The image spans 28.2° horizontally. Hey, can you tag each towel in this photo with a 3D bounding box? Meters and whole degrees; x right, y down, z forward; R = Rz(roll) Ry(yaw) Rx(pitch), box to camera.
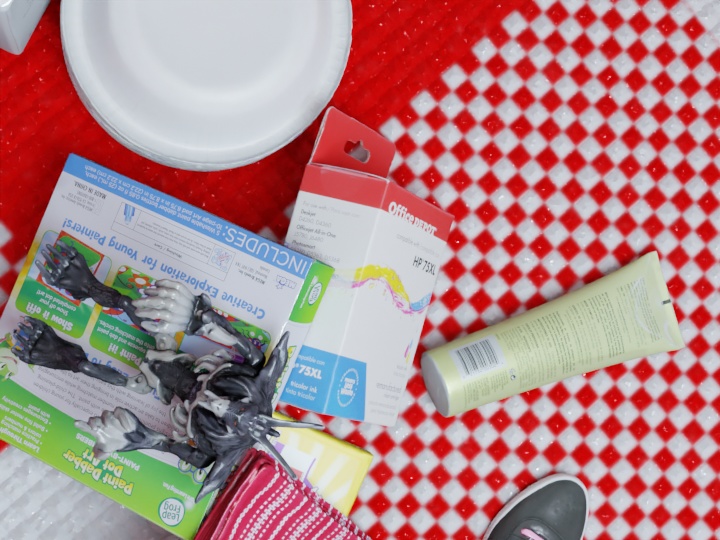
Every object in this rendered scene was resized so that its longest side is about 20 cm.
[{"bbox_3d":[-0.061,0.215,0.960,0.145,0.022,0.200,-57,143,-12],"label":"towel"}]

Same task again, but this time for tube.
[{"bbox_3d":[0.144,0.053,1.063,0.200,0.052,0.058,-19,135,-14],"label":"tube"}]

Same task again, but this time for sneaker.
[{"bbox_3d":[0.110,0.235,1.026,0.071,0.099,0.200,40,82,-6],"label":"sneaker"}]

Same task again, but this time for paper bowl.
[{"bbox_3d":[-0.104,-0.171,0.985,0.200,0.104,0.201,0,90,-12],"label":"paper bowl"}]

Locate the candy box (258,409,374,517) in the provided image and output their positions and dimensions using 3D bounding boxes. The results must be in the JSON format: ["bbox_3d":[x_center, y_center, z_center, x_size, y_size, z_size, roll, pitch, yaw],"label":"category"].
[{"bbox_3d":[-0.076,0.203,1.028,0.102,0.026,0.200,25,85,-13],"label":"candy box"}]

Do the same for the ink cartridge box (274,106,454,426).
[{"bbox_3d":[0.000,0.000,0.991,0.067,0.116,0.200,14,87,27],"label":"ink cartridge box"}]

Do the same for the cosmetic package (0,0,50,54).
[{"bbox_3d":[-0.273,-0.267,0.921,0.200,0.166,0.167,28,85,-8],"label":"cosmetic package"}]

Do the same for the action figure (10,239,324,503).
[{"bbox_3d":[-0.124,0.063,0.867,0.200,0.102,0.119,25,90,24],"label":"action figure"}]

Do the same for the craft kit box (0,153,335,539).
[{"bbox_3d":[-0.144,0.049,0.951,0.200,0.049,0.198,24,89,21],"label":"craft kit box"}]
